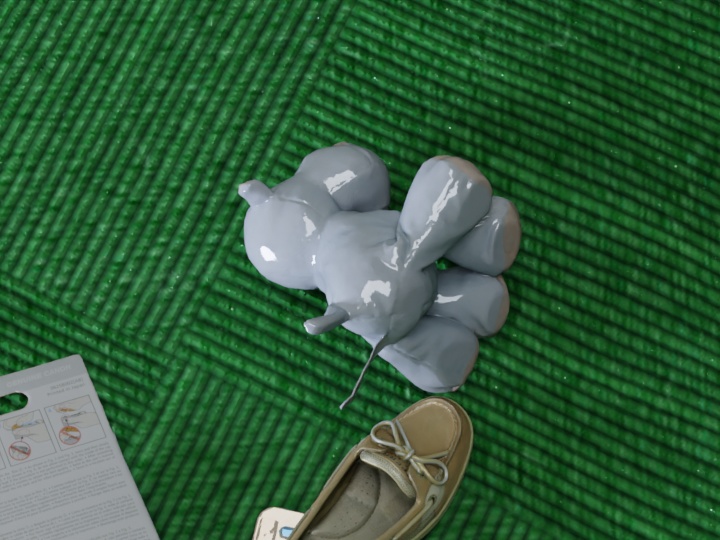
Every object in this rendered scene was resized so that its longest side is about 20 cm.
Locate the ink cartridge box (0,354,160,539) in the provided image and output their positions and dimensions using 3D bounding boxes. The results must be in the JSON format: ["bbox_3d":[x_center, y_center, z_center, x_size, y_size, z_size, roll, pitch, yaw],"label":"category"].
[{"bbox_3d":[-0.232,0.169,1.608,0.162,0.057,0.201,-16,53,-19],"label":"ink cartridge box"}]

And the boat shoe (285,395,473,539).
[{"bbox_3d":[0.006,0.158,1.588,0.073,0.063,0.201,40,69,18],"label":"boat shoe"}]

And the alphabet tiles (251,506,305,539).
[{"bbox_3d":[-0.046,0.269,1.601,0.194,0.015,0.201,13,77,7],"label":"alphabet tiles"}]

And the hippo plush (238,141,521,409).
[{"bbox_3d":[0.000,0.000,1.623,0.160,0.160,0.200,24,60,39],"label":"hippo plush"}]
